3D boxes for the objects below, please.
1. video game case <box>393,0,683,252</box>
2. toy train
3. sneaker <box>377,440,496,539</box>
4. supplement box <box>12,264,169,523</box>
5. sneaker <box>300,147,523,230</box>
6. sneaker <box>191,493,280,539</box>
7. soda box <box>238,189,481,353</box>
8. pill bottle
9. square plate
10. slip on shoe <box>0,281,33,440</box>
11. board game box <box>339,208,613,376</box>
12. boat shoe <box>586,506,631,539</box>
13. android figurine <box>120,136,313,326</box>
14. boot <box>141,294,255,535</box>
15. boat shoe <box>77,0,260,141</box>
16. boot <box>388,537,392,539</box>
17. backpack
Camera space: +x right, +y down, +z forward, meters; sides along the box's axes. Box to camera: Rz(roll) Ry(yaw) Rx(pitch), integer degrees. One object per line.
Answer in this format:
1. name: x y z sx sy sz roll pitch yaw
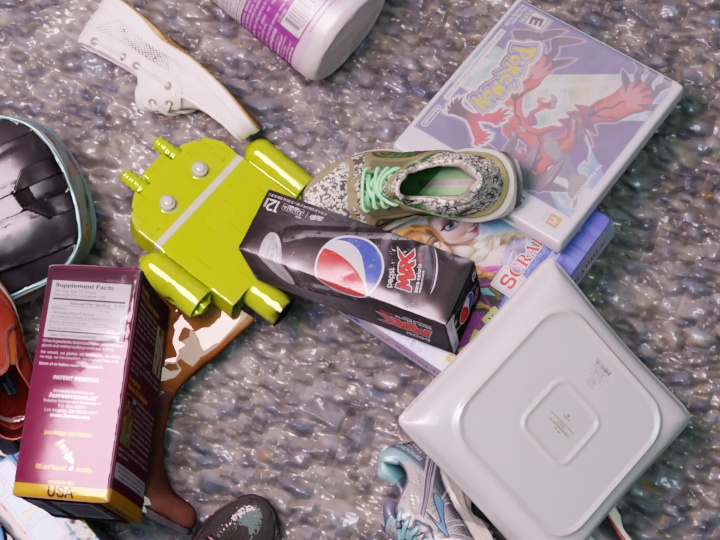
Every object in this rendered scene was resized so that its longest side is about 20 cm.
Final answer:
1. video game case: 0.159 -0.134 1.385 0.182 0.023 0.200 32 68 21
2. toy train: -0.310 0.225 1.390 0.114 0.087 0.200 -40 80 -11
3. sneaker: 0.061 0.231 1.327 0.086 0.078 0.201 0 43 -15
4. supplement box: -0.228 0.107 1.328 0.085 0.110 0.201 3 72 7
5. sneaker: 0.033 -0.075 1.324 0.199 0.089 0.077 -7 84 22
6. sneaker: -0.147 0.283 1.352 0.076 0.116 0.200 38 87 8
7. soda box: 0.000 0.000 1.327 0.199 0.071 0.064 19 70 18
8. pill bottle: -0.084 -0.276 1.423 0.200 0.112 0.112 40 87 8
9. square plate: 0.164 0.126 1.308 0.198 0.028 0.200 -46 102 -13
10. slip on shoe: -0.323 0.067 1.325 0.074 0.201 0.061 -19 38 -4
11. board game box: 0.088 -0.011 1.376 0.199 0.041 0.200 32 77 21
12. boat shoe: 0.218 0.264 1.349 0.062 0.071 0.200 -29 75 -15
13. android figurine: -0.127 -0.043 1.412 0.200 0.041 0.182 40 67 8
14. boot: -0.168 0.116 1.411 0.188 0.069 0.200 40 82 18
15. boat shoe: -0.180 -0.174 1.440 0.200 0.071 0.069 39 87 17
16. boot: 0.044 0.342 1.357 0.144 0.072 0.200 33 82 6
17. backpack: -0.338 -0.046 1.388 0.199 0.153 0.177 -24 89 9
